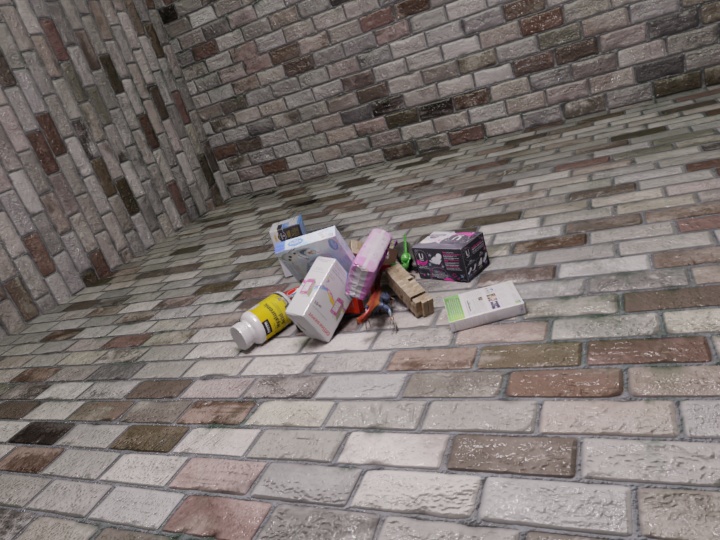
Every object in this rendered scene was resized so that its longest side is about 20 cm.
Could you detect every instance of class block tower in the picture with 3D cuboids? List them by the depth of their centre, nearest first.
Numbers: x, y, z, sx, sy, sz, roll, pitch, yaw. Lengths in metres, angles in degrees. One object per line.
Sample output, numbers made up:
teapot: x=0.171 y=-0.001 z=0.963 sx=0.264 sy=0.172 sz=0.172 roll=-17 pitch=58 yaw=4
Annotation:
block tower: x=0.137 y=0.054 z=1.562 sx=0.053 sy=0.059 sz=0.200 roll=-22 pitch=39 yaw=-17
block tower: x=-0.037 y=-0.030 z=1.795 sx=0.053 sy=0.059 sz=0.200 roll=11 pitch=-30 yaw=-18

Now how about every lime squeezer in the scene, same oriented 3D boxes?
lime squeezer: x=0.137 y=-0.043 z=1.783 sx=0.038 sy=0.071 sz=0.201 roll=-36 pitch=15 yaw=35

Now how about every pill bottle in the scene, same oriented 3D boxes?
pill bottle: x=-0.308 y=0.161 z=1.691 sx=0.110 sy=0.113 sz=0.199 roll=5 pitch=32 yaw=46

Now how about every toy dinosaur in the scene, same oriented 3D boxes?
toy dinosaur: x=0.030 y=0.095 z=1.522 sx=0.104 sy=0.203 sz=0.181 roll=-24 pitch=-16 yaw=16

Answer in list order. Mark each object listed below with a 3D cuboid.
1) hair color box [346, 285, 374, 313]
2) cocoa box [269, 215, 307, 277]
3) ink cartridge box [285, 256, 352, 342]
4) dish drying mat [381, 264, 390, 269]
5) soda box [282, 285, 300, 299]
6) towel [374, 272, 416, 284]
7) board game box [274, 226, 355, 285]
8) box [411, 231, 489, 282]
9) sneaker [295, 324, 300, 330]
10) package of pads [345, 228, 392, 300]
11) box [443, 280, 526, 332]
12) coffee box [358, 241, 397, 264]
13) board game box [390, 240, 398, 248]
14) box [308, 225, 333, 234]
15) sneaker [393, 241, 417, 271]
hair color box: x=-0.054 y=0.087 z=1.710 sx=0.198 sy=0.062 sz=0.101 roll=-1 pitch=18 yaw=40
cocoa box: x=-0.271 y=-0.099 z=2.174 sx=0.129 sy=0.203 sz=0.134 roll=-16 pitch=20 yaw=3
ink cartridge box: x=-0.109 y=0.085 z=1.561 sx=0.084 sy=0.145 sz=0.202 roll=9 pitch=61 yaw=42
dish drying mat: x=0.000 y=0.000 z=1.724 sx=0.196 sy=0.019 sz=0.077 roll=-5 pitch=-5 yaw=16
soda box: x=-0.186 y=0.087 z=1.835 sx=0.197 sy=0.064 sz=0.070 roll=-21 pitch=22 yaw=-7
towel: x=0.063 y=0.023 z=1.709 sx=0.196 sy=0.035 sz=0.132 roll=-3 pitch=3 yaw=-22
board game box: x=-0.126 y=-0.035 z=1.626 sx=0.196 sy=0.201 sz=0.044 roll=-14 pitch=52 yaw=16
box: x=0.285 y=-0.050 z=1.699 sx=0.198 sy=0.116 sz=0.132 roll=6 pitch=32 yaw=47
sneaker: x=-0.146 y=0.099 z=1.647 sx=0.075 sy=0.202 sz=0.088 roll=20 pitch=26 yaw=-8
package of pads: x=0.024 y=-0.022 z=1.570 sx=0.075 sy=0.122 sz=0.201 roll=24 pitch=41 yaw=4
box: x=0.325 y=0.094 z=1.426 sx=0.196 sy=0.037 sz=0.145 roll=-14 pitch=21 yaw=8
coffee box: x=0.039 y=-0.050 z=1.863 sx=0.111 sy=0.081 sz=0.200 roll=9 pitch=4 yaw=-19
board game box: x=0.041 y=-0.067 z=2.073 sx=0.197 sy=0.033 sz=0.121 roll=-10 pitch=27 yaw=20
box: x=-0.136 y=-0.062 z=2.040 sx=0.105 sy=0.151 sz=0.201 roll=-15 pitch=21 yaw=8
sneaker: x=0.160 y=-0.046 z=1.862 sx=0.090 sy=0.077 sz=0.199 roll=-36 pitch=23 yaw=-21
